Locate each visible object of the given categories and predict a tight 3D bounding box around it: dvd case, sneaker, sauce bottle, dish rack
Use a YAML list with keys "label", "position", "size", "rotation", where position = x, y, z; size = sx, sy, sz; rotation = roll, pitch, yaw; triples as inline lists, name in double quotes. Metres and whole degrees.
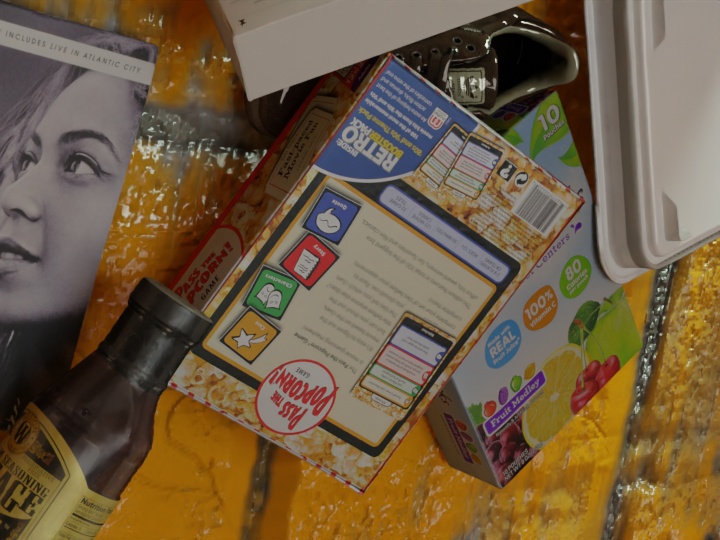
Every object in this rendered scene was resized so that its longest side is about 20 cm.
- label: "dvd case"
  position: [-0.180, -0.025, 0.815]
  size: [0.148, 0.016, 0.201]
  rotation: [11, 96, -43]
- label: "sneaker"
  position: [0.032, -0.110, 0.936]
  size: [0.200, 0.075, 0.071]
  rotation: [-19, 117, -37]
- label: "sauce bottle"
  position: [-0.144, 0.095, 0.841]
  size: [0.066, 0.066, 0.200]
  rotation: [35, 87, -43]
- label: "dish rack"
  position: [0.200, -0.102, 1.076]
  size: [0.171, 0.043, 0.201]
  rotation: [-22, 111, -48]

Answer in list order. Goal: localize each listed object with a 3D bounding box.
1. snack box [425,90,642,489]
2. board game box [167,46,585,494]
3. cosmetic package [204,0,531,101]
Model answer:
- label: "snack box"
  position: [0.083, 0.010, 1.037]
  size: [0.142, 0.053, 0.200]
  rotation: [-42, 127, -25]
- label: "board game box"
  position: [0.000, 0.000, 0.911]
  size: [0.151, 0.046, 0.200]
  rotation: [34, 97, -32]
- label: "cosmetic package"
  position: [0.023, -0.155, 0.850]
  size: [0.199, 0.083, 0.051]
  rotation: [-20, 142, -7]
